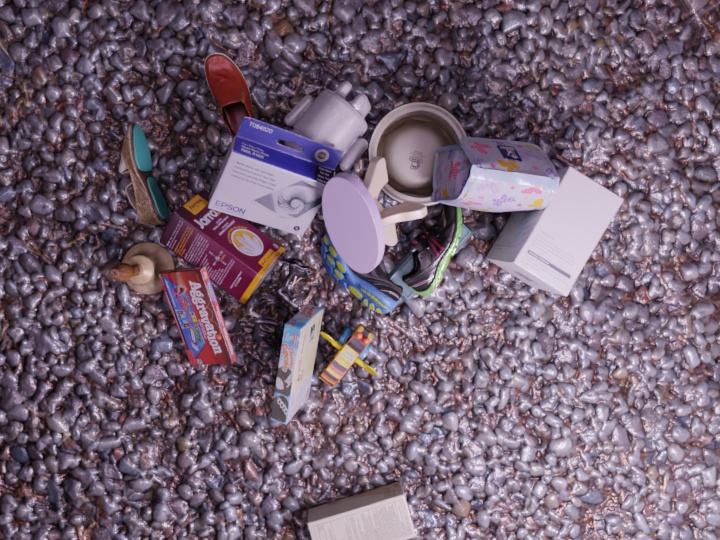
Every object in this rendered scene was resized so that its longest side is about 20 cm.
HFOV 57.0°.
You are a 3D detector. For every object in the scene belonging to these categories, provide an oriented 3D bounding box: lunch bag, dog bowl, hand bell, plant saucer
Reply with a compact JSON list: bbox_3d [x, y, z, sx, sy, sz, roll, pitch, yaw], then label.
[{"bbox_3d":[0.236,-0.168,1.175,0.169,0.200,0.128,5,96,-11],"label":"lunch bag"},{"bbox_3d":[0.111,-0.223,1.299,0.199,0.074,0.201,0,93,-3],"label":"dog bowl"},{"bbox_3d":[-0.420,-0.001,1.225,0.104,0.200,0.105,0,92,-2],"label":"hand bell"},{"bbox_3d":[0.138,-0.029,1.336,0.070,0.019,0.200,43,91,-3],"label":"plant saucer"}]

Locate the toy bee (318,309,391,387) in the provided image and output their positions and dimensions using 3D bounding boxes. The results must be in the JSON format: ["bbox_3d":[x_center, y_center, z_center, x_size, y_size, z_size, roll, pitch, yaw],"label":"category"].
[{"bbox_3d":[-0.018,0.141,1.293,0.130,0.109,0.201,16,92,-1],"label":"toy bee"}]

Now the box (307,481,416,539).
[{"bbox_3d":[0.001,0.503,1.323,0.199,0.078,0.095,-15,93,-1],"label":"box"}]

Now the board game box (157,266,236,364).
[{"bbox_3d":[-0.312,0.090,1.275,0.103,0.019,0.201,-6,111,24],"label":"board game box"}]

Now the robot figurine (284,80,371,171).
[{"bbox_3d":[-0.067,-0.264,1.270,0.170,0.113,0.200,40,90,16],"label":"robot figurine"}]

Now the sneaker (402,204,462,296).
[{"bbox_3d":[0.140,-0.051,1.289,0.084,0.077,0.201,22,90,-6],"label":"sneaker"}]

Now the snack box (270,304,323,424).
[{"bbox_3d":[-0.120,0.176,1.258,0.037,0.116,0.201,15,109,13],"label":"snack box"}]

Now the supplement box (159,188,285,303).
[{"bbox_3d":[-0.261,-0.048,1.262,0.200,0.110,0.086,37,126,-4],"label":"supplement box"}]

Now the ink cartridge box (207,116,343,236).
[{"bbox_3d":[-0.157,-0.165,1.224,0.199,0.041,0.200,16,132,-21],"label":"ink cartridge box"}]

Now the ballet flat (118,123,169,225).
[{"bbox_3d":[-0.433,-0.182,1.286,0.065,0.071,0.201,-16,89,13],"label":"ballet flat"}]

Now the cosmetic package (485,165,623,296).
[{"bbox_3d":[0.356,-0.075,1.251,0.123,0.199,0.200,31,91,-4],"label":"cosmetic package"}]

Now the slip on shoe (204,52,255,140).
[{"bbox_3d":[-0.248,-0.330,1.287,0.074,0.061,0.201,-20,92,1],"label":"slip on shoe"}]

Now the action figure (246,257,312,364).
[{"bbox_3d":[-0.160,0.073,1.274,0.102,0.119,0.201,18,98,0],"label":"action figure"}]

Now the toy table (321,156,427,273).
[{"bbox_3d":[0.017,-0.107,1.229,0.184,0.200,0.117,27,48,28],"label":"toy table"}]

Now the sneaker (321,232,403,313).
[{"bbox_3d":[0.000,0.000,1.310,0.200,0.071,0.083,41,52,10],"label":"sneaker"}]
